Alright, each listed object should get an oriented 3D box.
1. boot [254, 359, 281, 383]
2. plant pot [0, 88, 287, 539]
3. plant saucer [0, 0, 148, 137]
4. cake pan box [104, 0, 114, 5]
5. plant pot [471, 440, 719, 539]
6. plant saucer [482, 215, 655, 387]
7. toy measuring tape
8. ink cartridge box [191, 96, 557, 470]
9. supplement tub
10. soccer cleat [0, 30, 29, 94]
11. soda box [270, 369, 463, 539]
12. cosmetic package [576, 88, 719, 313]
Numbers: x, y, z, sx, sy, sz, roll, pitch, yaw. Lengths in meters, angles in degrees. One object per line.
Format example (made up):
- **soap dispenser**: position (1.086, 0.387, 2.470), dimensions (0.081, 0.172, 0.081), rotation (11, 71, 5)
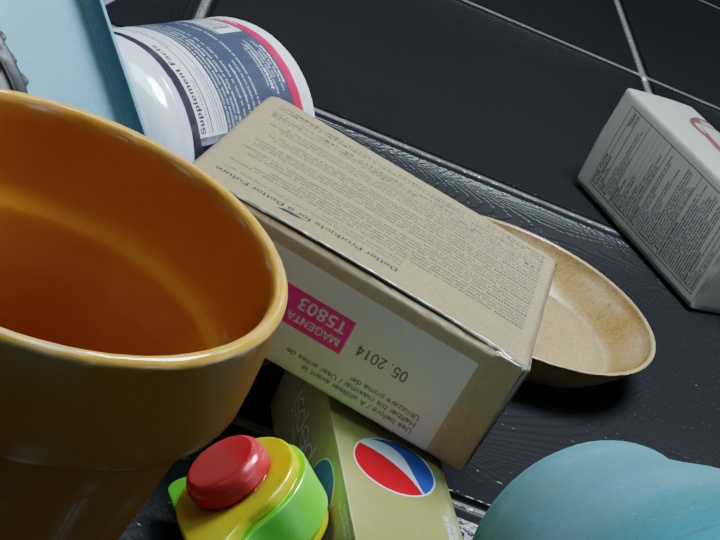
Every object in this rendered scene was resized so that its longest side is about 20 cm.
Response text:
- **boot**: position (-0.049, 0.023, 0.974), dimensions (0.076, 0.074, 0.199), rotation (52, 36, 11)
- **plant pot**: position (-0.154, 0.051, 0.669), dimensions (0.199, 0.184, 0.201), rotation (19, 26, -10)
- **plant saucer**: position (-0.149, -0.079, 0.849), dimensions (0.019, 0.202, 0.070), rotation (-7, 15, 47)
- **cake pan box**: position (-0.258, -0.132, 0.946), dimensions (0.053, 0.199, 0.184), rotation (65, 24, -11)
- **plant pot**: position (0.138, 0.171, 0.710), dimensions (0.198, 0.202, 0.188), rotation (15, 13, -21)
- **plant saucer**: position (0.112, 0.026, 1.128), dimensions (0.199, 0.036, 0.201), rotation (21, 25, -10)
- **toy measuring tape**: position (-0.039, 0.127, 0.726), dimensions (0.073, 0.074, 0.200), rotation (14, 15, -22)
- **ink cartridge box**: position (0.000, 0.000, 0.866), dimensions (0.199, 0.075, 0.165), rotation (31, 24, 2)
- **supplement tub**: position (-0.133, -0.082, 0.989), dimensions (0.140, 0.141, 0.199), rotation (35, 28, 21)
- **soccer cleat**: position (-0.203, -0.046, 0.812), dimensions (0.068, 0.202, 0.073), rotation (11, 30, 45)
- **soda box**: position (0.000, 0.109, 0.831), dimensions (0.064, 0.068, 0.201), rotation (17, 27, -18)
- **cosmetic package**: position (0.285, -0.059, 1.371), dimensions (0.087, 0.104, 0.200), rotation (10, 31, -33)
